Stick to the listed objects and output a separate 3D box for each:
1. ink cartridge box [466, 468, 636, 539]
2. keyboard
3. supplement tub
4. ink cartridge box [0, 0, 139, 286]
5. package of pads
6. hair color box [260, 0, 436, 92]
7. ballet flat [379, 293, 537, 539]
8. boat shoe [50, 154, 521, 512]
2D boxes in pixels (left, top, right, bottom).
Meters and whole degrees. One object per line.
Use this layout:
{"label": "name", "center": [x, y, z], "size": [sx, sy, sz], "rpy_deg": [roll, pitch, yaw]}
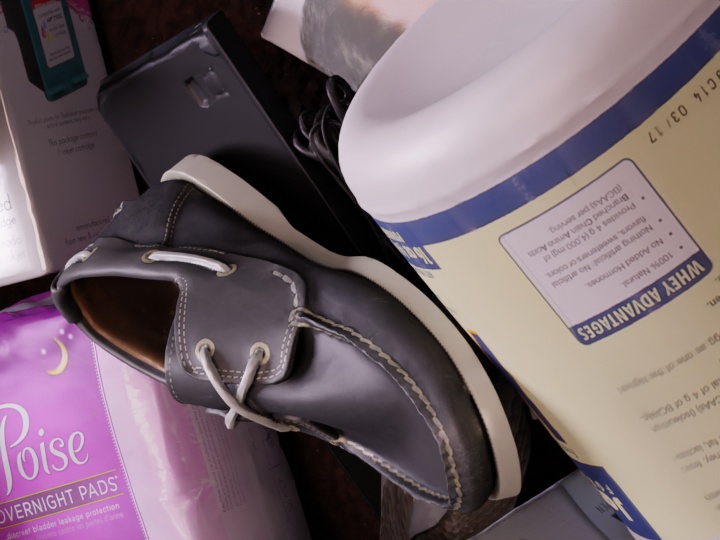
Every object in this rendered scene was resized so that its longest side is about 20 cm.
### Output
{"label": "ink cartridge box", "center": [0.124, 0.139, 0.782], "size": [0.200, 0.160, 0.047], "rpy_deg": [39, 117, 16]}
{"label": "keyboard", "center": [0.000, 0.000, 0.881], "size": [0.104, 0.040, 0.201], "rpy_deg": [-21, 107, 48]}
{"label": "supplement tub", "center": [0.105, -0.004, 0.746], "size": [0.145, 0.145, 0.200], "rpy_deg": [-31, 108, 30]}
{"label": "ink cartridge box", "center": [-0.162, -0.090, 0.949], "size": [0.116, 0.067, 0.201], "rpy_deg": [-13, 94, 32]}
{"label": "package of pads", "center": [-0.078, 0.102, 0.936], "size": [0.120, 0.076, 0.201], "rpy_deg": [-17, 91, 31]}
{"label": "hair color box", "center": [0.055, -0.142, 0.822], "size": [0.099, 0.061, 0.201], "rpy_deg": [31, 114, 20]}
{"label": "ballet flat", "center": [0.032, 0.082, 0.857], "size": [0.068, 0.046, 0.201], "rpy_deg": [-110, 22, -46]}
{"label": "boat shoe", "center": [-0.024, 0.029, 0.797], "size": [0.200, 0.067, 0.072], "rpy_deg": [31, 143, 48]}
